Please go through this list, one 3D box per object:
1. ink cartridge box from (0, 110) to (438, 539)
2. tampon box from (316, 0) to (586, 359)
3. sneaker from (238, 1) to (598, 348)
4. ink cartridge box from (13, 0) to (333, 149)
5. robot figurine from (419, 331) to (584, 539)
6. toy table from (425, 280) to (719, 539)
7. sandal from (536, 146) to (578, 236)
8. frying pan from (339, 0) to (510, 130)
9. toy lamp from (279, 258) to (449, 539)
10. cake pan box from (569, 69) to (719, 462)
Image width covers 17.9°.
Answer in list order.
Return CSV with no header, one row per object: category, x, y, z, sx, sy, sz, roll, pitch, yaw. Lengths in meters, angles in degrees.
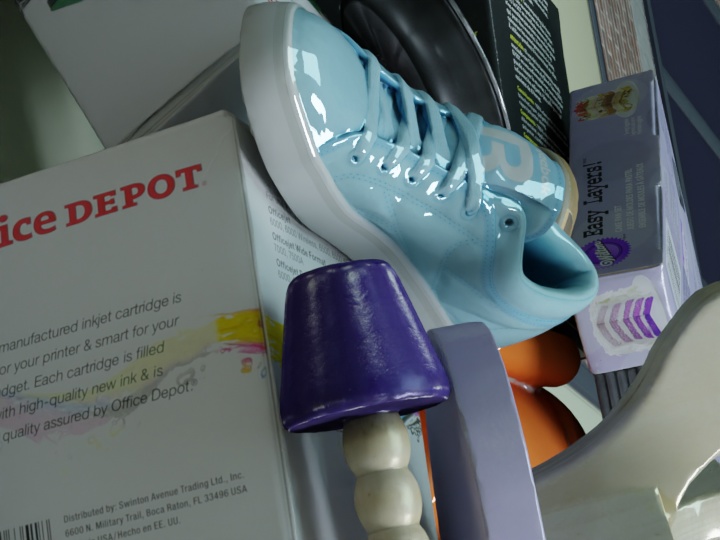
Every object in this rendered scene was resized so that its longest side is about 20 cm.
ink cartridge box,-0.065,0.070,0.832,0.145,0.147,0.201,31,47,-62
tampon box,0.027,-0.051,1.163,0.126,0.149,0.201,38,42,-59
sneaker,0.028,-0.039,0.825,0.200,0.082,0.074,46,33,-50
ink cartridge box,-0.081,-0.117,0.924,0.200,0.084,0.146,56,10,26
robot figurine,0.033,0.095,1.077,0.200,0.116,0.144,25,68,-46
toy table,0.094,0.108,0.793,0.184,0.117,0.201,-115,-165,-68
sandal,0.000,0.000,0.981,0.054,0.199,0.080,61,10,-51
frying pan,0.007,-0.099,0.974,0.190,0.031,0.115,39,-25,53
toy lamp,0.012,0.096,0.725,0.058,0.058,0.201,17,60,-67
cake pan box,0.143,0.029,1.116,0.200,0.052,0.185,-82,156,-57
